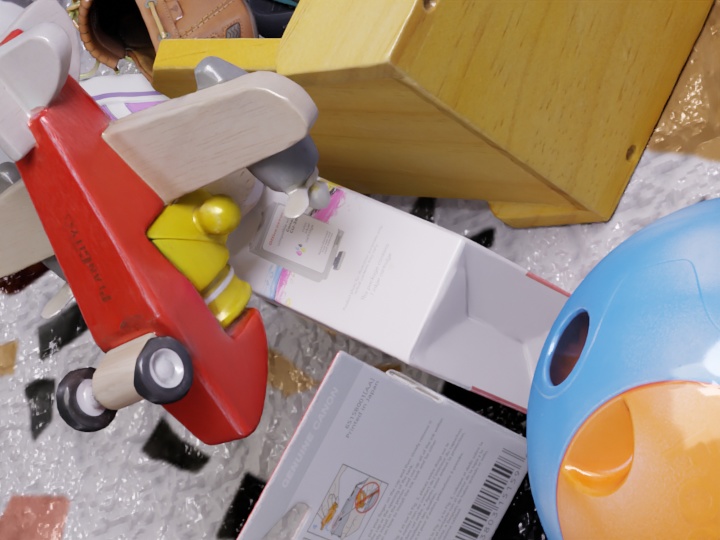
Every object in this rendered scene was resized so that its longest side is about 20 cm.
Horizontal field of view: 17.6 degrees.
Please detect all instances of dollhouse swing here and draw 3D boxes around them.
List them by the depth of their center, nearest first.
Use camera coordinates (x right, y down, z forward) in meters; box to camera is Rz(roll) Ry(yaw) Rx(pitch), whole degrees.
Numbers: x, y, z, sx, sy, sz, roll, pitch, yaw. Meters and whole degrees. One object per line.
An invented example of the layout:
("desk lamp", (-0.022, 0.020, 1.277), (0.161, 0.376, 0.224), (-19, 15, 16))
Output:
("dollhouse swing", (0.029, -0.126, 1.139), (0.176, 0.200, 0.182), (23, 86, 42))

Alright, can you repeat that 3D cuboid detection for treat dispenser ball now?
("treat dispenser ball", (0.168, 0.068, 0.950), (0.200, 0.201, 0.202), (-15, 62, 32))

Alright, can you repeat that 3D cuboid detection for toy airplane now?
("toy airplane", (-0.106, -0.039, 1.093), (0.200, 0.141, 0.200), (31, 129, 28))

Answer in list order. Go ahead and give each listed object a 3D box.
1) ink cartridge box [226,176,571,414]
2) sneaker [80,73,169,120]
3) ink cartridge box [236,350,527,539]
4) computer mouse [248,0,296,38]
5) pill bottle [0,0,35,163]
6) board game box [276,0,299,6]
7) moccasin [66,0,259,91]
("ink cartridge box", (0.000, 0.000, 1.163), (0.200, 0.116, 0.068), (24, 89, 42))
("sneaker", (-0.120, -0.048, 1.307), (0.200, 0.073, 0.115), (-6, 71, 35))
("ink cartridge box", (-0.019, 0.140, 1.079), (0.043, 0.173, 0.200), (28, 89, 41))
("computer mouse", (0.026, -0.161, 1.273), (0.199, 0.034, 0.059), (-10, 48, 29))
("pill bottle", (-0.244, -0.166, 1.422), (0.113, 0.113, 0.201), (-24, 58, 28))
("board game box", (-0.094, -0.219, 1.273), (0.047, 0.151, 0.200), (-49, 33, -11))
("moccasin", (-0.129, -0.144, 1.290), (0.078, 0.074, 0.201), (-20, 37, -21))
